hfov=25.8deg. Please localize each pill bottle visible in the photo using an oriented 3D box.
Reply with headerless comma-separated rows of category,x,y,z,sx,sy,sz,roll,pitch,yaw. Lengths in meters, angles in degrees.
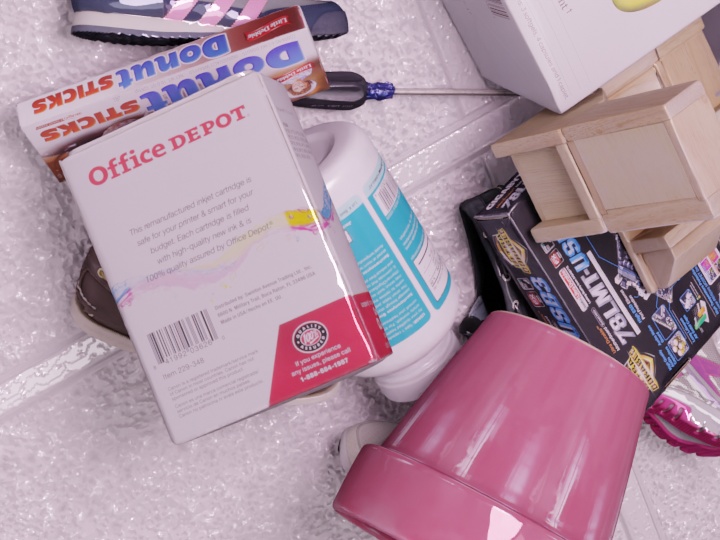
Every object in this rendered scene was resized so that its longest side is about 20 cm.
pill bottle,0.000,0.000,1.142,0.111,0.111,0.200,-35,116,-7

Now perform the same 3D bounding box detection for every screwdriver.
screwdriver,0.040,-0.135,1.157,0.199,0.028,0.029,-5,138,-17

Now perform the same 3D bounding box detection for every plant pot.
plant pot,0.108,0.136,1.105,0.200,0.200,0.180,34,79,-27

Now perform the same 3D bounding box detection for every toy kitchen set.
toy kitchen set,0.240,-0.072,1.090,0.200,0.180,0.164,-35,105,-30

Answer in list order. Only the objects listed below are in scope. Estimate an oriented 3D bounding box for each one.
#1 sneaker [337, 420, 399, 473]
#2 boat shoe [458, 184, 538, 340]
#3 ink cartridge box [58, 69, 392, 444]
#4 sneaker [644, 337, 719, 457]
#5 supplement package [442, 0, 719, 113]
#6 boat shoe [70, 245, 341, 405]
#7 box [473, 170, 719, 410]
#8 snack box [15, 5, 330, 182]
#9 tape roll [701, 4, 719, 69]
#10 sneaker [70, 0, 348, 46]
sneaker,0.080,0.146,1.224,0.199,0.075,0.081,13,137,-18
boat shoe,0.108,0.032,1.217,0.066,0.075,0.200,-9,110,-17
ink cartridge box,-0.084,-0.008,1.020,0.147,0.086,0.201,-22,85,9
sneaker,0.235,0.073,1.283,0.200,0.081,0.089,31,68,-18
supplement package,0.150,-0.254,1.097,0.200,0.147,0.192,-35,116,-6
boat shoe,-0.103,0.036,1.103,0.199,0.072,0.060,20,129,-2
box,0.207,-0.023,1.200,0.198,0.050,0.200,-44,110,-25
snack box,-0.124,-0.117,1.054,0.199,0.024,0.072,-19,149,3
tape roll,0.350,-0.156,1.255,0.199,0.066,0.201,-7,110,-20
sneaker,-0.097,-0.193,1.065,0.199,0.070,0.082,-2,92,-29
